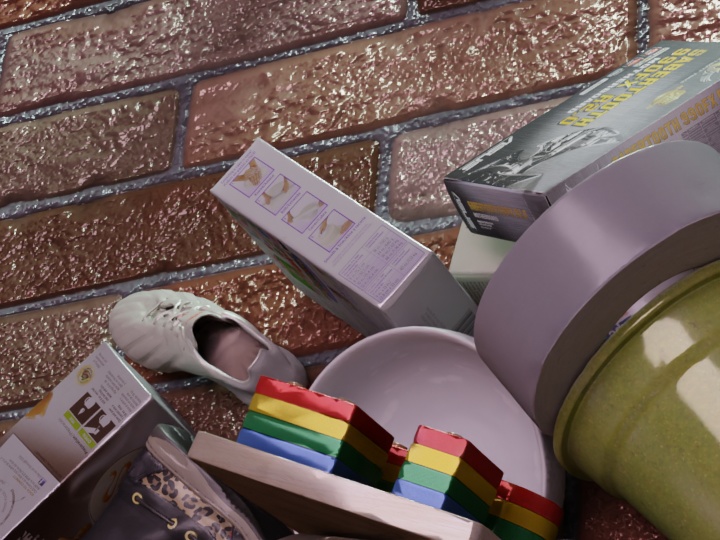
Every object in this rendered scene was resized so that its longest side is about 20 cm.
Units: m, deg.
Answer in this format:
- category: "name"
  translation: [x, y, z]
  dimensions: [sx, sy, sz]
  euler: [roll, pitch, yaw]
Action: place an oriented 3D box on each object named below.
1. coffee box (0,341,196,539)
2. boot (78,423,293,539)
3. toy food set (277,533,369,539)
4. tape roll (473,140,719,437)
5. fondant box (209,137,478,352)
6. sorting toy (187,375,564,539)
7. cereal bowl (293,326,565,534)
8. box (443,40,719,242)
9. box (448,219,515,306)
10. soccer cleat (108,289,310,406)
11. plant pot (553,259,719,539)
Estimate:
- category: "coffee box"
  translation: [-0.216, 0.165, 1.852]
  dimensions: [0.200, 0.114, 0.080]
  euler: [-43, 49, -3]
- category: "boot"
  translation: [-0.120, 0.224, 1.779]
  dimensions: [0.151, 0.073, 0.200]
  euler: [-47, 72, 9]
- category: "toy food set"
  translation: [0.025, 0.252, 1.580]
  dimensions: [0.060, 0.200, 0.143]
  euler: [-34, 10, -22]
- category: "tape roll"
  translation: [0.170, 0.014, 1.596]
  dimensions: [0.200, 0.200, 0.066]
  euler: [-40, 59, 0]
- category: "fondant box"
  translation: [0.000, 0.000, 1.820]
  dimensions: [0.200, 0.144, 0.058]
  euler: [33, 79, 40]
- category: "sorting toy"
  translation: [0.026, 0.140, 1.583]
  dimensions: [0.200, 0.199, 0.070]
  euler: [16, 76, 27]
- category: "cereal bowl"
  translation: [0.053, 0.138, 1.715]
  dimensions: [0.200, 0.083, 0.200]
  euler: [-1, 88, 29]
- category: "box"
  translation: [0.174, -0.087, 1.704]
  dimensions: [0.200, 0.048, 0.158]
  euler: [-32, 16, -16]
- category: "box"
  translation: [0.169, -0.005, 1.771]
  dimensions: [0.200, 0.082, 0.068]
  euler: [0, 58, 28]
- category: "soccer cleat"
  translation: [-0.121, 0.050, 1.900]
  dimensions: [0.200, 0.078, 0.069]
  euler: [22, 72, 38]
- category: "plant pot"
  translation: [0.253, 0.122, 1.580]
  dimensions: [0.200, 0.200, 0.184]
  euler: [-39, 59, 1]
